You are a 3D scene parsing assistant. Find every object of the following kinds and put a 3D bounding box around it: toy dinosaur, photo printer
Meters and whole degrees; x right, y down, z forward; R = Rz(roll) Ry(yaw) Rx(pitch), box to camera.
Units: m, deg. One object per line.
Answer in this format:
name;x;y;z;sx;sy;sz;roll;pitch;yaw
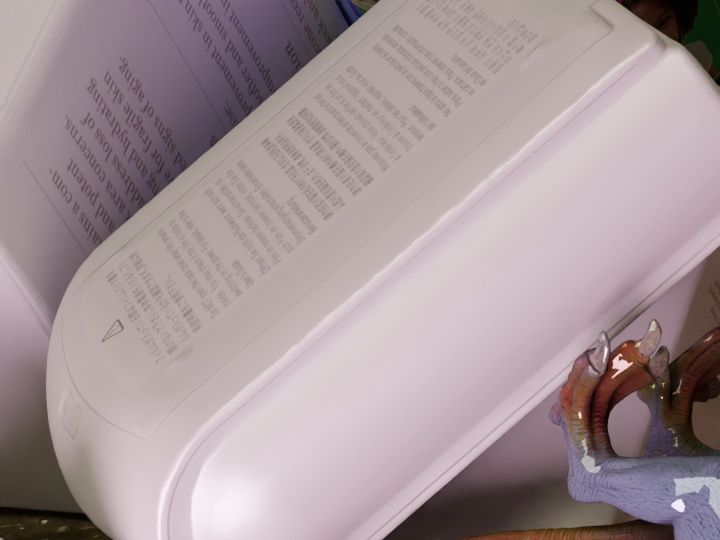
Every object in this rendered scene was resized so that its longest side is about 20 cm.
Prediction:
toy dinosaur;0.127;0.093;0.723;0.200;0.105;0.182;-42;67;16
photo printer;0.000;0.000;0.795;0.200;0.070;0.166;-41;24;-1

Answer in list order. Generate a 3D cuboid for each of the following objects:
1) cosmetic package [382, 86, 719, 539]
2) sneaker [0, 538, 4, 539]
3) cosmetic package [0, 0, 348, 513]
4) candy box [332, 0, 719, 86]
cosmetic package;0.057;0.044;0.851;0.107;0.085;0.201;4;54;31
sneaker;-0.155;0.119;0.748;0.199;0.088;0.076;-23;44;10
cosmetic package;-0.124;-0.048;0.971;0.165;0.168;0.201;2;52;28
candy box;0.022;-0.144;0.954;0.077;0.200;0.169;-45;46;-15
